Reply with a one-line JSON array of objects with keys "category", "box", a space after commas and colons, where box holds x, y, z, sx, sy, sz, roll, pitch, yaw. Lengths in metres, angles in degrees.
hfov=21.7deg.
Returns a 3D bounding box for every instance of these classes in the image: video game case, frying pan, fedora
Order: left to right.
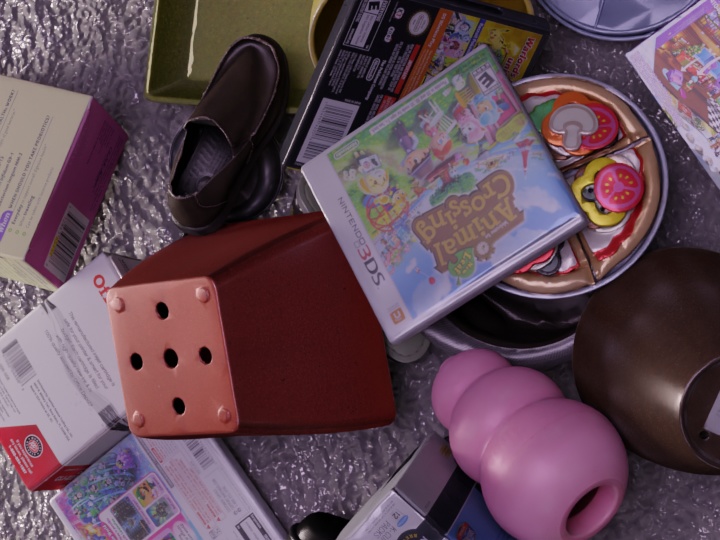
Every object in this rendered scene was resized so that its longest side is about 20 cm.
[{"category": "video game case", "box": [-0.179, 0.250, 1.808, 0.182, 0.024, 0.200, -39, 81, 15]}, {"category": "frying pan", "box": [-0.158, -0.076, 1.800, 0.190, 0.031, 0.115, -37, 95, 18]}, {"category": "video game case", "box": [0.046, -0.155, 1.649, 0.026, 0.180, 0.200, -103, 32, -50]}, {"category": "video game case", "box": [0.068, -0.065, 1.602, 0.200, 0.022, 0.183, -33, 72, 16]}, {"category": "fedora", "box": [0.142, 0.001, 1.669, 0.199, 0.090, 0.178, 0, 89, 15]}]

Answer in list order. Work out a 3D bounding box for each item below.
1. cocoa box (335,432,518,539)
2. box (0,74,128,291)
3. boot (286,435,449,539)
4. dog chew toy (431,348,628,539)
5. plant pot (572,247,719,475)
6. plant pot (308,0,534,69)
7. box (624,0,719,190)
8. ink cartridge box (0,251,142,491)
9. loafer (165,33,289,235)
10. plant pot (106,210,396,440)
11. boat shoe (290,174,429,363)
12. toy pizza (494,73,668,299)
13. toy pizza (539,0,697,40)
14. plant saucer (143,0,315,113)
[{"category": "cocoa box", "box": [0.052, 0.242, 1.554, 0.131, 0.200, 0.133, 42, 103, 3]}, {"category": "box", "box": [-0.359, -0.094, 1.844, 0.199, 0.097, 0.177, 14, 74, 21]}, {"category": "boot", "box": [0.048, 0.218, 1.697, 0.210, 0.079, 0.159, 19, 101, 11]}, {"category": "dog chew toy", "box": [0.131, 0.138, 1.566, 0.125, 0.124, 0.200, -53, 50, 11]}, {"category": "plant pot", "box": [0.281, 0.089, 1.516, 0.186, 0.200, 0.188, -1, 100, -4]}, {"category": "plant pot", "box": [0.049, -0.259, 1.685, 0.199, 0.200, 0.142, -21, 50, 19]}, {"category": "box", "box": [0.339, -0.144, 1.605, 0.137, 0.039, 0.200, -35, 88, 16]}, {"category": "ink cartridge box", "box": [-0.266, 0.099, 1.827, 0.200, 0.084, 0.145, -38, 74, 15]}, {"category": "loafer", "box": [-0.121, -0.131, 1.721, 0.073, 0.071, 0.201, 15, 76, 14]}, {"category": "plant pot", "box": [-0.112, 0.062, 1.677, 0.199, 0.176, 0.201, -6, 95, 39]}, {"category": "boat shoe", "box": [0.000, 0.000, 1.744, 0.072, 0.061, 0.202, -25, 80, -22]}, {"category": "toy pizza", "box": [0.162, -0.075, 1.604, 0.199, 0.032, 0.201, -3, 76, 13]}, {"category": "toy pizza", "box": [0.238, -0.303, 1.672, 0.199, 0.032, 0.201, -2, 85, 21]}, {"category": "plant saucer", "box": [-0.100, -0.252, 1.802, 0.199, 0.048, 0.201, 7, 90, 22]}]
